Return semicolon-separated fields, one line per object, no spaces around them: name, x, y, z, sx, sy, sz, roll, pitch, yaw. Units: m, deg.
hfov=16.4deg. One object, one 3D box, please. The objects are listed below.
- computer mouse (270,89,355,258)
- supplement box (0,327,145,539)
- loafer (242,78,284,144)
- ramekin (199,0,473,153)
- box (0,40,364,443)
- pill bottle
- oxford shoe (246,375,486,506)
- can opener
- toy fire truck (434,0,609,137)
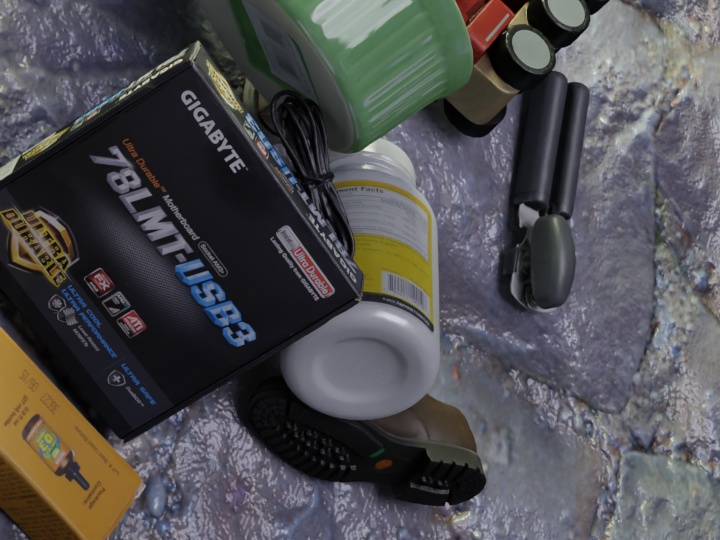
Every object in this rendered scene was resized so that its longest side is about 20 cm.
computer mouse;-0.100;-0.026;1.699;0.046;0.199;0.141;-6;74;-84
supplement box;-0.232;0.096;1.606;0.200;0.069;0.067;49;54;-20
loafer;-0.035;-0.190;1.842;0.072;0.063;0.201;26;65;-37
ramekin;-0.025;-0.176;1.704;0.098;0.200;0.200;-40;108;-16
box;-0.132;-0.016;1.638;0.200;0.198;0.050;55;17;-18
pill bottle;0.000;0.000;1.770;0.112;0.112;0.200;37;34;-30
oxford shoe;-0.001;0.108;1.816;0.200;0.073;0.085;22;45;-34
can opener;0.159;-0.063;1.981;0.053;0.067;0.201;22;70;-37
toy fire truck;0.085;-0.237;1.938;0.200;0.129;0.176;43;48;-2
